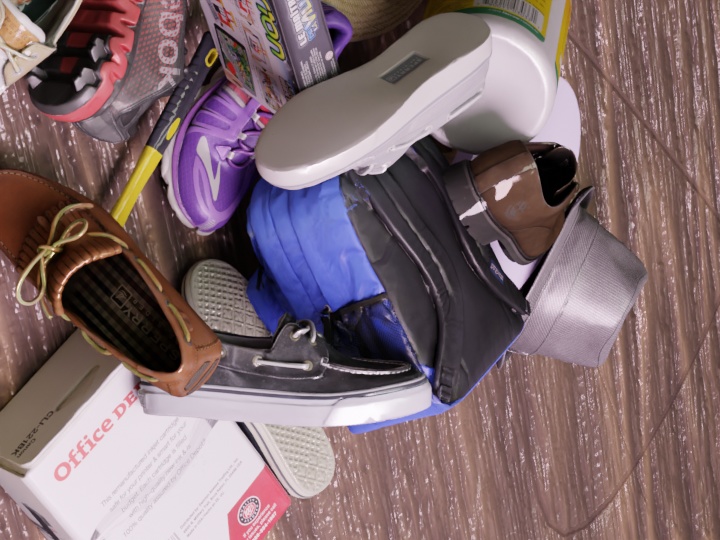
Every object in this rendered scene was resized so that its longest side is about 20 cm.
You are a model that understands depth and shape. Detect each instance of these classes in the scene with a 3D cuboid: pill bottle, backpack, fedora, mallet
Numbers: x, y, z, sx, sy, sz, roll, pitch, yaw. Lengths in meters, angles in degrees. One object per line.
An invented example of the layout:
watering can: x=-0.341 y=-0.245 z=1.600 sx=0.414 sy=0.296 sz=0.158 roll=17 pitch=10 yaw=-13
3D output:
pill bottle: x=0.103 y=-0.186 z=1.223 sx=0.201 sy=0.112 sz=0.113 roll=-73 pitch=145 yaw=-51
backpack: x=0.000 y=0.000 z=1.175 sx=0.201 sy=0.167 sz=0.163 roll=65 pitch=31 yaw=-12
fedora: x=0.189 y=0.022 z=1.383 sx=0.178 sy=0.090 sz=0.200 roll=-62 pitch=177 yaw=-7
mallet: x=-0.154 y=-0.082 z=1.123 sx=0.066 sy=0.041 sz=0.202 roll=28 pitch=84 yaw=-54

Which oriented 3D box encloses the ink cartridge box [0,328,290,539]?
ink cartridge box: x=-0.161 y=0.146 z=1.150 sx=0.145 sy=0.083 sz=0.201 roll=-49 pitch=128 yaw=-24

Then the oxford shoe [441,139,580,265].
oxford shoe: x=0.130 y=-0.053 z=1.187 sx=0.073 sy=0.084 sz=0.200 roll=66 pitch=15 yaw=11

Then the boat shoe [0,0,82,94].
boat shoe: x=-0.234 y=-0.158 z=1.022 sx=0.075 sy=0.068 sz=0.201 roll=42 pitch=71 yaw=-40

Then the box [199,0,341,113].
box: x=-0.070 y=-0.185 z=1.056 sx=0.035 sy=0.110 sz=0.201 roll=-38 pitch=142 yaw=-18

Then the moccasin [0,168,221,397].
moccasin: x=-0.178 y=0.005 z=1.037 sx=0.074 sy=0.202 sz=0.078 roll=-44 pitch=165 yaw=2

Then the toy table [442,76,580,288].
toy table: x=0.088 y=-0.071 z=1.317 sx=0.184 sy=0.117 sz=0.201 roll=47 pitch=68 yaw=-40

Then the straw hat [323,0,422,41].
straw hat: x=0.026 y=-0.270 z=1.234 sx=0.200 sy=0.085 sz=0.203 roll=-12 pitch=108 yaw=-42

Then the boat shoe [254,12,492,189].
boat shoe: x=0.012 y=-0.101 z=1.074 sx=0.200 sy=0.072 sz=0.069 roll=-41 pitch=142 yaw=-31

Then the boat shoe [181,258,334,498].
boat shoe: x=-0.088 y=0.086 z=1.223 sx=0.075 sy=0.062 sz=0.201 roll=-39 pitch=109 yaw=-40

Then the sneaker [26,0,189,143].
sneaker: x=-0.152 y=-0.174 z=1.098 sx=0.098 sy=0.070 sz=0.202 roll=48 pitch=58 yaw=-53

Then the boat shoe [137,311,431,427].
boat shoe: x=-0.050 y=0.064 z=1.072 sx=0.198 sy=0.072 sz=0.072 roll=1 pitch=94 yaw=-3

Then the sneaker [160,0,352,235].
sneaker: x=-0.074 y=-0.118 z=1.174 sx=0.081 sy=0.083 sz=0.201 roll=39 pitch=74 yaw=-41
